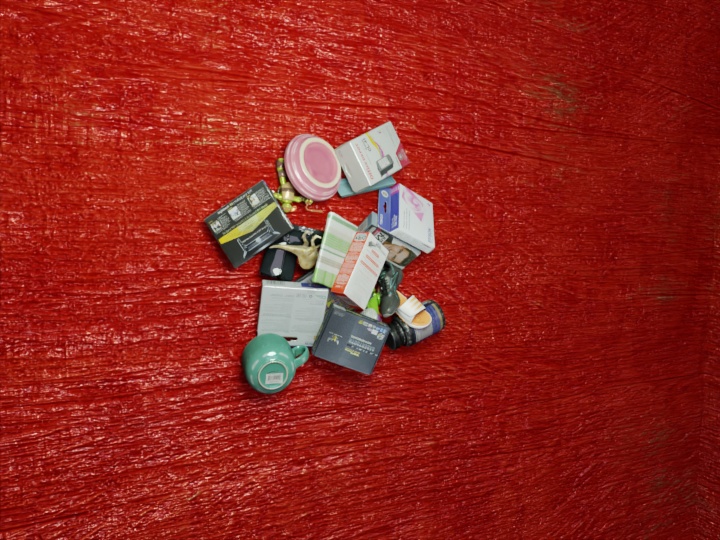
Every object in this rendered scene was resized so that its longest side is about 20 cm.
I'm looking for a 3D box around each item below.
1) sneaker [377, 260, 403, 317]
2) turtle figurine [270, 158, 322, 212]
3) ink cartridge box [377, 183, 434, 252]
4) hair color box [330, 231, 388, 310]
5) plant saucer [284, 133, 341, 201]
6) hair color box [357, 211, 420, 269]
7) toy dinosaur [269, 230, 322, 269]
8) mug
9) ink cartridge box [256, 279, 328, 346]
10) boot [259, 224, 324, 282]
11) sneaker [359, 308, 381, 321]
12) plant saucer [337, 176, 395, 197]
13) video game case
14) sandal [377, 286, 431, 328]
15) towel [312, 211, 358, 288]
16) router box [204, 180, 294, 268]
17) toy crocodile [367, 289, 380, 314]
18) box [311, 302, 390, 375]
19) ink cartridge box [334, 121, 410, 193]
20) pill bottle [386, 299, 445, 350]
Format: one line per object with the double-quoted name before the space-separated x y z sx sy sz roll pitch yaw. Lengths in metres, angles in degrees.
"sneaker" 0.080 0.056 1.624 0.079 0.075 0.203 43 38 -31
"turtle figurine" -0.205 -0.238 1.529 0.196 0.064 0.165 5 84 -16
"ink cartridge box" 0.147 -0.177 1.646 0.197 0.043 0.199 26 47 -26
"hair color box" 0.000 0.000 1.548 0.111 0.063 0.203 41 67 -42
"plant saucer" -0.129 -0.308 1.527 0.198 0.050 0.205 14 69 -39
"hair color box" 0.086 -0.092 1.652 0.198 0.099 0.061 28 42 -24
"toy dinosaur" -0.152 -0.058 1.487 0.198 0.058 0.103 26 88 -34
"mug" -0.249 0.264 1.499 0.185 0.114 0.152 -43 117 -2
"ink cartridge box" -0.205 0.129 1.540 0.192 0.044 0.204 5 117 -16
"boot" -0.194 -0.049 1.544 0.197 0.076 0.172 9 94 -29
"sneaker" -0.017 0.208 1.651 0.198 0.073 0.115 -29 148 4
"plant saucer" 0.012 -0.271 1.634 0.196 0.070 0.019 -16 143 -23
"video game case" -0.086 0.060 1.601 0.198 0.025 0.183 -34 105 -4
"sandal" 0.137 0.104 1.658 0.205 0.060 0.079 37 58 17
"towel" -0.077 -0.052 1.513 0.148 0.030 0.204 23 80 -55
"router box" -0.307 -0.128 1.449 0.198 0.052 0.159 -33 94 0
"toy crocodile" 0.025 0.058 1.667 0.066 0.062 0.204 -15 104 -5
"box" -0.029 0.206 1.560 0.197 0.051 0.160 23 98 -16
"ink cartridge box" 0.039 -0.346 1.588 0.199 0.085 0.150 -36 103 -38
"pill bottle" 0.173 0.182 1.714 0.197 0.111 0.114 -23 103 -21
